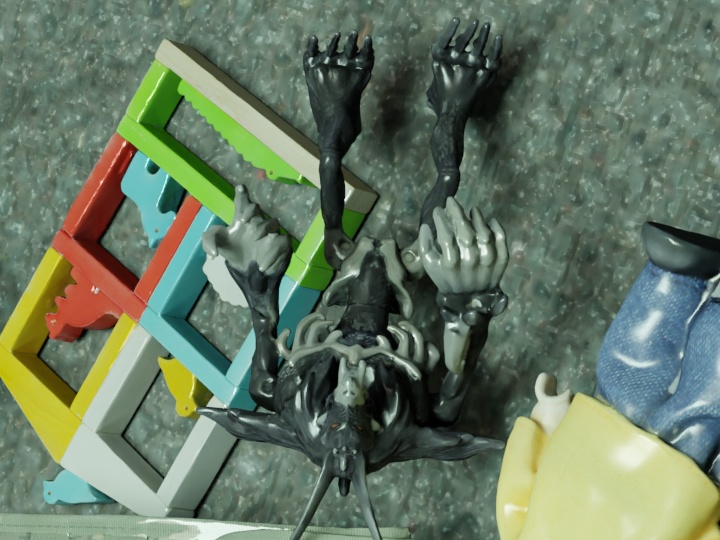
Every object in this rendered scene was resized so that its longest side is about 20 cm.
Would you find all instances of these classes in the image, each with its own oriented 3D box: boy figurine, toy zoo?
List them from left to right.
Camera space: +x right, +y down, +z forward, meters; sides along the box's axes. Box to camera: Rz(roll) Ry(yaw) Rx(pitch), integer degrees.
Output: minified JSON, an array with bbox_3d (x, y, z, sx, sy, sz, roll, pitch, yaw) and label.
[{"bbox_3d":[-0.088,0.018,1.034,0.131,0.020,0.201,40,106,33],"label":"toy zoo"},{"bbox_3d":[0.102,0.089,0.859,0.124,0.064,0.201,26,99,38],"label":"boy figurine"}]

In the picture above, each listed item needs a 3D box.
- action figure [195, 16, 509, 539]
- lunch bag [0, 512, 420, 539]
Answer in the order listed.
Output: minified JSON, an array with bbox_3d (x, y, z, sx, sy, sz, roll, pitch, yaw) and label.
[{"bbox_3d":[0.000,0.000,0.895,0.118,0.102,0.201,3,64,8],"label":"action figure"},{"bbox_3d":[-0.055,0.180,0.929,0.199,0.117,0.165,-1,79,28],"label":"lunch bag"}]
